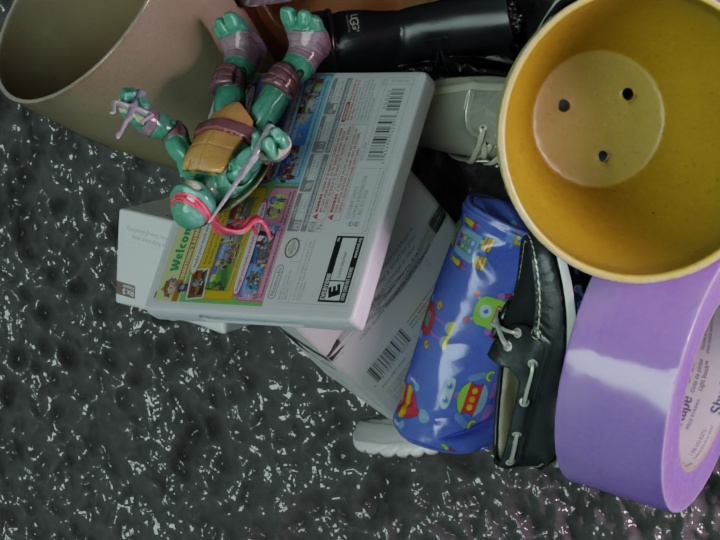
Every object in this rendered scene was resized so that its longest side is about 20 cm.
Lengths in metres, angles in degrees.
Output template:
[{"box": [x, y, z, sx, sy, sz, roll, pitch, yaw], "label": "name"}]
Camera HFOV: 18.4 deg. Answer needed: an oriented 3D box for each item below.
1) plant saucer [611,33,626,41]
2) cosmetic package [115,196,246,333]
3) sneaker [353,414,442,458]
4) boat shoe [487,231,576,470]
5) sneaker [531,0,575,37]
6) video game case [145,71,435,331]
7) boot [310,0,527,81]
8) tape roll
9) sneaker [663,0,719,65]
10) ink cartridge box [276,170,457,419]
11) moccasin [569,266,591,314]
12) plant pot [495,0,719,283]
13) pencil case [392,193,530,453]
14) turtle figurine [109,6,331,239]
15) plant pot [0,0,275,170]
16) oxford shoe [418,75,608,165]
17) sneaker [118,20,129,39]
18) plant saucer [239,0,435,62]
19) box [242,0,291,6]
[{"box": [0.219, -0.297, 1.579, 0.199, 0.037, 0.200, -29, 81, 12], "label": "plant saucer"}, {"box": [-0.090, -0.017, 1.750, 0.112, 0.200, 0.082, 14, 106, 30], "label": "cosmetic package"}, {"box": [0.084, 0.100, 1.776, 0.199, 0.075, 0.083, -17, 81, 22], "label": "sneaker"}, {"box": [0.122, 0.061, 1.603, 0.060, 0.076, 0.201, -6, 116, -5], "label": "boat shoe"}, {"box": [0.201, -0.210, 1.629, 0.074, 0.080, 0.200, 47, 116, 13], "label": "sneaker"}, {"box": [-0.051, -0.053, 1.602, 0.181, 0.022, 0.201, 3, 65, 32], "label": "video game case"}, {"box": [0.049, -0.138, 1.716, 0.167, 0.201, 0.077, -6, 56, 1], "label": "boot"}, {"box": [0.218, 0.069, 1.614, 0.085, 0.200, 0.201, 15, 108, 24], "label": "tape roll"}, {"box": [0.307, -0.140, 1.583, 0.199, 0.087, 0.076, 18, 109, 23], "label": "sneaker"}, {"box": [0.000, 0.000, 1.683, 0.084, 0.200, 0.145, 32, 81, 37], "label": "ink cartridge box"}, {"box": [0.172, 0.013, 1.695, 0.068, 0.080, 0.201, -12, 97, 25], "label": "moccasin"}, {"box": [0.180, -0.100, 1.545, 0.199, 0.142, 0.201, -1, 98, -7], "label": "plant pot"}, {"box": [0.090, 0.045, 1.673, 0.086, 0.078, 0.201, 15, 107, -5], "label": "pencil case"}, {"box": [-0.100, -0.099, 1.581, 0.149, 0.201, 0.101, 12, 144, 22], "label": "turtle figurine"}, {"box": [-0.151, -0.159, 1.742, 0.187, 0.200, 0.188, -27, 44, 29], "label": "plant pot"}, {"box": [0.103, -0.106, 1.656, 0.075, 0.199, 0.058, 113, 154, -63], "label": "oxford shoe"}, {"box": [-0.198, -0.211, 1.850, 0.078, 0.075, 0.201, -7, 107, 58], "label": "sneaker"}, {"box": [-0.027, -0.236, 1.766, 0.199, 0.037, 0.201, 7, 104, 27], "label": "plant saucer"}, {"box": [-0.095, -0.329, 1.718, 0.200, 0.048, 0.159, 54, 135, 29], "label": "box"}]
